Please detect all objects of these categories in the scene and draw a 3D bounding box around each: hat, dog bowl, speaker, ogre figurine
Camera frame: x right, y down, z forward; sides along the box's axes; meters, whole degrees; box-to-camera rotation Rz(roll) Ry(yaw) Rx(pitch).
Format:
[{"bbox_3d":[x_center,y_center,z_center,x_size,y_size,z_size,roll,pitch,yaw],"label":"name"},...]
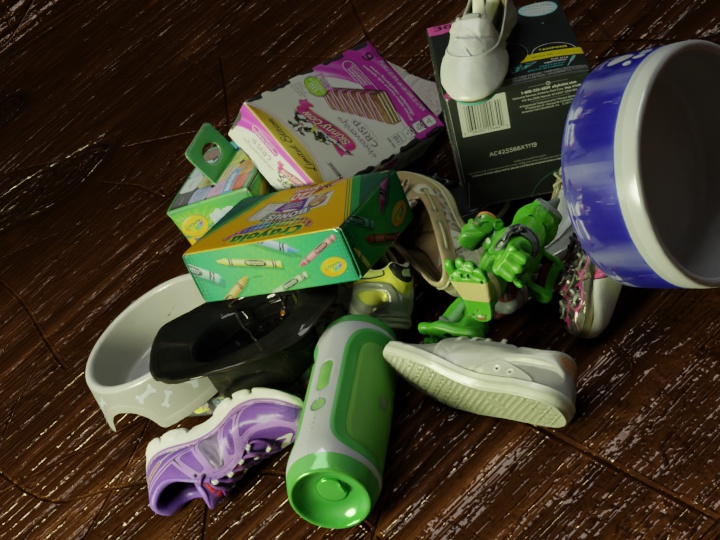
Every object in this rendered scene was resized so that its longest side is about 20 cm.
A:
[{"bbox_3d":[-0.102,0.076,1.294,0.200,0.081,0.201,-19,26,9],"label":"hat"},{"bbox_3d":[-0.206,0.082,1.419,0.199,0.059,0.201,-27,30,17],"label":"dog bowl"},{"bbox_3d":[-0.012,0.130,1.185,0.088,0.089,0.201,-21,32,23],"label":"speaker"},{"bbox_3d":[0.258,-0.085,1.105,0.079,0.200,0.200,-3,42,48],"label":"dog bowl"},{"bbox_3d":[0.119,0.009,1.186,0.098,0.201,0.120,26,50,21],"label":"ogre figurine"}]

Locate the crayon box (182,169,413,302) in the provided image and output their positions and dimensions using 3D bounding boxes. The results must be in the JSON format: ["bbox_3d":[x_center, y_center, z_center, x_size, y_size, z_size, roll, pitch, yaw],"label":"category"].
[{"bbox_3d":[-0.062,-0.033,1.309,0.199,0.059,0.119,-8,26,35],"label":"crayon box"}]

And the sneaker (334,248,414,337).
[{"bbox_3d":[0.000,0.000,1.358,0.200,0.075,0.077,34,112,51],"label":"sneaker"}]

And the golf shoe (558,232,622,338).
[{"bbox_3d":[0.233,-0.029,1.176,0.073,0.092,0.201,121,167,-69],"label":"golf shoe"}]

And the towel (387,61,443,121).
[{"bbox_3d":[0.022,-0.190,1.577,0.132,0.035,0.200,27,41,12],"label":"towel"}]

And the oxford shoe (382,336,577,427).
[{"bbox_3d":[0.105,0.085,1.140,0.199,0.075,0.058,8,61,42],"label":"oxford shoe"}]

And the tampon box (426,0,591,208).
[{"bbox_3d":[0.159,-0.178,1.388,0.149,0.127,0.200,-12,31,4],"label":"tampon box"}]

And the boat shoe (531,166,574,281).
[{"bbox_3d":[0.214,-0.075,1.273,0.200,0.069,0.075,-43,29,-15],"label":"boat shoe"}]

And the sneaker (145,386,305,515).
[{"bbox_3d":[-0.121,0.179,1.262,0.199,0.081,0.084,-31,40,26],"label":"sneaker"}]

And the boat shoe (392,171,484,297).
[{"bbox_3d":[0.062,-0.042,1.332,0.200,0.062,0.074,48,121,48],"label":"boat shoe"}]

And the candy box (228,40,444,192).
[{"bbox_3d":[-0.024,-0.152,1.442,0.200,0.136,0.061,-34,-12,-37],"label":"candy box"}]

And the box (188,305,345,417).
[{"bbox_3d":[-0.109,0.097,1.391,0.199,0.035,0.110,-10,38,38],"label":"box"}]

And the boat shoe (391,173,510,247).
[{"bbox_3d":[0.066,-0.072,1.428,0.199,0.066,0.075,-3,41,44],"label":"boat shoe"}]

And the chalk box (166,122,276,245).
[{"bbox_3d":[-0.119,-0.074,1.486,0.123,0.200,0.125,-12,36,35],"label":"chalk box"}]

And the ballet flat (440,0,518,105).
[{"bbox_3d":[0.115,-0.233,1.309,0.069,0.070,0.200,-19,27,27],"label":"ballet flat"}]
